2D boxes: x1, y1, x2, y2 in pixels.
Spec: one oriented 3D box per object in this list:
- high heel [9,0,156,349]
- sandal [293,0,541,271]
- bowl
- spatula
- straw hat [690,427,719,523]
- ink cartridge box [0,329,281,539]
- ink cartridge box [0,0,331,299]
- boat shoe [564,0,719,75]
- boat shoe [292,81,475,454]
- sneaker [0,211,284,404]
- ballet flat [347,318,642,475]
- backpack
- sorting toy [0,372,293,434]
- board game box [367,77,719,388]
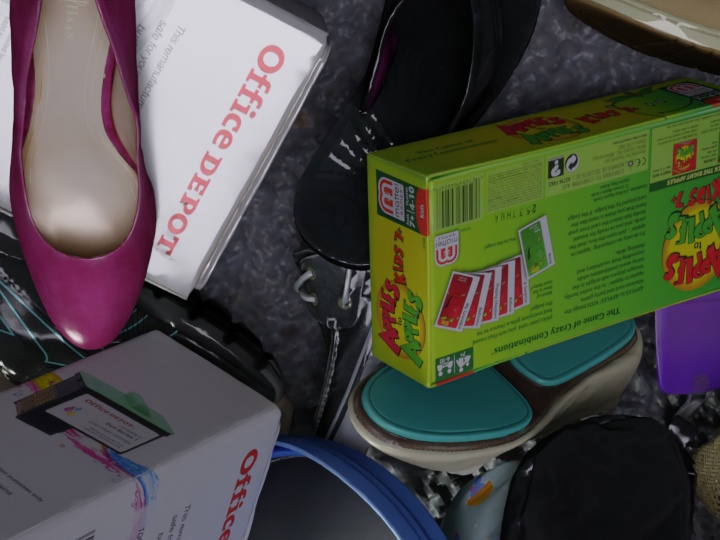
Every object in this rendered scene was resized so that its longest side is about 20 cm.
[{"bbox_3d":[-0.119,-0.050,0.709,0.067,0.096,0.200,5,107,-6],"label":"high heel"},{"bbox_3d":[0.033,-0.094,0.786,0.075,0.048,0.201,22,79,4],"label":"sandal"},{"bbox_3d":[-0.026,0.175,0.810,0.201,0.039,0.201,9,105,37],"label":"bowl"},{"bbox_3d":[0.170,0.098,0.904,0.056,0.021,0.200,-5,113,-29],"label":"spatula"},{"bbox_3d":[0.219,0.106,0.870,0.085,0.201,0.201,35,104,27],"label":"straw hat"},{"bbox_3d":[-0.139,0.128,0.728,0.084,0.200,0.145,31,119,24],"label":"ink cartridge box"},{"bbox_3d":[-0.135,-0.100,0.787,0.200,0.083,0.147,27,103,-13],"label":"ink cartridge box"},{"bbox_3d":[0.200,-0.128,0.820,0.200,0.074,0.066,14,92,-10],"label":"boat shoe"},{"bbox_3d":[0.000,0.000,0.844,0.071,0.072,0.200,15,94,-1],"label":"boat shoe"},{"bbox_3d":[-0.134,0.028,0.831,0.200,0.075,0.079,28,94,-2],"label":"sneaker"},{"bbox_3d":[0.067,0.068,0.827,0.200,0.069,0.070,-16,112,-40],"label":"ballet flat"},{"bbox_3d":[0.096,0.174,0.840,0.127,0.167,0.200,10,150,-6],"label":"backpack"},{"bbox_3d":[-0.144,0.142,0.884,0.185,0.036,0.200,11,106,-8],"label":"sorting toy"},{"bbox_3d":[0.098,-0.023,0.797,0.200,0.048,0.102,-16,116,-31],"label":"board game box"}]
